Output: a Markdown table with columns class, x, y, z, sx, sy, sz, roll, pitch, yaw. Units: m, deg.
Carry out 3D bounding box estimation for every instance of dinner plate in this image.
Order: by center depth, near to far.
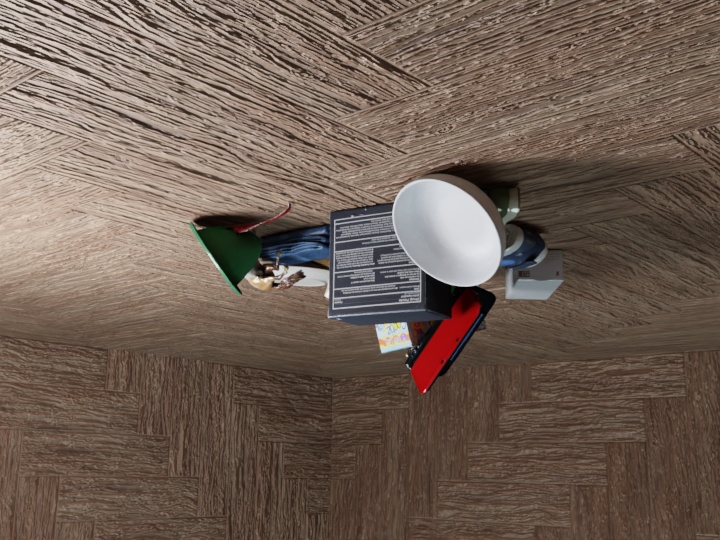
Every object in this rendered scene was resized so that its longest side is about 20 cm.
| class | x | y | z | sx | sy | sz | roll | pitch | yaw |
| --- | --- | --- | --- | --- | --- | --- | --- | --- | --- |
| dinner plate | -0.141 | 0.014 | 1.921 | 0.199 | 0.024 | 0.200 | 4 | 170 | 1 |

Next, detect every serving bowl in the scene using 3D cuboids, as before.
| class | x | y | z | sx | sy | sz | roll | pitch | yaw |
| --- | --- | --- | --- | --- | --- | --- | --- | --- | --- |
| serving bowl | 0.151 | -0.074 | 1.415 | 0.200 | 0.200 | 0.066 | -13 | -155 | 46 |

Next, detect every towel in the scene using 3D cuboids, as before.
| class | x | y | z | sx | sy | sz | roll | pitch | yaw |
| --- | --- | --- | --- | --- | --- | --- | --- | --- | --- |
| towel | -0.112 | -0.046 | 1.769 | 0.200 | 0.049 | 0.111 | -10 | 164 | 39 |

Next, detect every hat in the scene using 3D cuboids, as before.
| class | x | y | z | sx | sy | sz | roll | pitch | yaw |
| --- | --- | --- | --- | --- | --- | --- | --- | --- | --- |
| hat | -0.205 | -0.065 | 1.665 | 0.176 | 0.200 | 0.166 | -36 | 131 | -4 |

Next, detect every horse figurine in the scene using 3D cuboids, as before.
| class | x | y | z | sx | sy | sz | roll | pitch | yaw |
| --- | --- | --- | --- | --- | --- | --- | --- | --- | --- |
| horse figurine | -0.211 | -0.016 | 1.759 | 0.200 | 0.050 | 0.133 | 35 | 138 | -4 |

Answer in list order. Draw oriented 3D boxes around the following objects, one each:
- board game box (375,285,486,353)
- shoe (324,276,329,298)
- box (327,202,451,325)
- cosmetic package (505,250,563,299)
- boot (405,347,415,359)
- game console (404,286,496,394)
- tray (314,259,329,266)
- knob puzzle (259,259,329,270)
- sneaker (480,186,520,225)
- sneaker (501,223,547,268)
| class | x | y | z | sx | sy | sz | roll | pitch | yaw |
| --- | --- | --- | --- | --- | --- | --- | --- | --- | --- |
| board game box | 0.138 | 0.093 | 1.760 | 0.200 | 0.103 | 0.105 | -9 | 173 | -36 |
| shoe | -0.021 | 0.040 | 1.786 | 0.070 | 0.054 | 0.200 | 22 | -179 | 24 |
| box | 0.053 | -0.008 | 1.582 | 0.199 | 0.199 | 0.123 | -6 | 165 | 29 |
| cosmetic package | 0.380 | 0.011 | 1.930 | 0.101 | 0.074 | 0.200 | 1 | 165 | 1 |
| boot | 0.116 | 0.117 | 1.907 | 0.073 | 0.151 | 0.200 | -11 | 171 | 13 |
| game console | 0.186 | 0.134 | 1.633 | 0.172 | 0.200 | 0.119 | 21 | -163 | -47 |
| tray | 0.000 | 0.000 | 1.820 | 0.200 | 0.037 | 0.099 | 23 | -178 | 34 |
| knob puzzle | -0.139 | -0.007 | 1.968 | 0.219 | 0.031 | 0.220 | 4 | 169 | 1 |
| sneaker | 0.204 | -0.094 | 1.499 | 0.090 | 0.067 | 0.200 | 4 | 161 | -7 |
| sneaker | 0.270 | -0.030 | 1.732 | 0.200 | 0.081 | 0.146 | -17 | 155 | 39 |
